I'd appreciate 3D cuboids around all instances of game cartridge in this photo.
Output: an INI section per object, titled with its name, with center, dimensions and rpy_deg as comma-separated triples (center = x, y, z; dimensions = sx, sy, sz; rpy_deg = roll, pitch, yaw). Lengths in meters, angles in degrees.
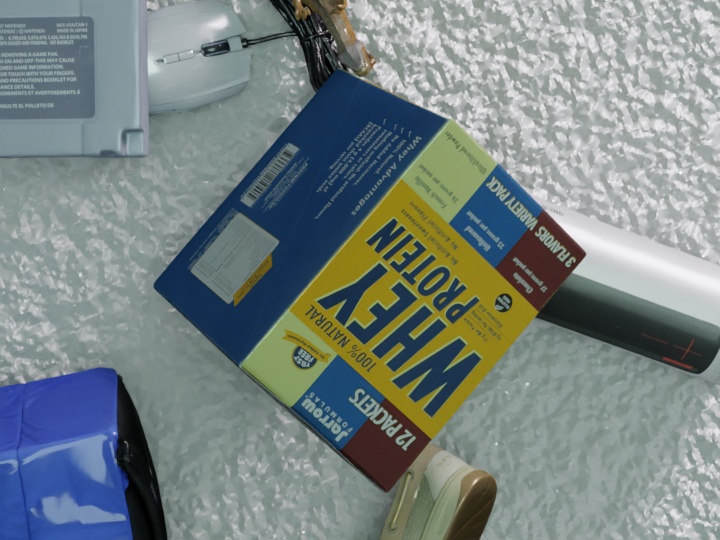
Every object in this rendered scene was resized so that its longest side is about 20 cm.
[game cartridge]
center = -0.237, -0.140, 1.445
dimensions = 0.198, 0.041, 0.135
rpy_deg = 0, 96, 7

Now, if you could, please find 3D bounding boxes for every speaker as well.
[speaker]
center = 0.188, 0.016, 1.512
dimensions = 0.198, 0.081, 0.082
rpy_deg = 20, 89, -9

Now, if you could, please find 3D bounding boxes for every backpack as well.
[backpack]
center = -0.204, 0.186, 1.427
dimensions = 0.166, 0.163, 0.202
rpy_deg = -10, 106, 1

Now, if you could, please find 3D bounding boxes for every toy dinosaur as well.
[toy dinosaur]
center = -0.031, -0.227, 1.470
dimensions = 0.060, 0.106, 0.202
rpy_deg = -9, 81, 34

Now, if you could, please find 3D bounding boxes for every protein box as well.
[protein box]
center = 0.000, 0.000, 1.409
dimensions = 0.135, 0.200, 0.199
rpy_deg = 42, 86, -25

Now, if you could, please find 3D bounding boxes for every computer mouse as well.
[computer mouse]
center = -0.111, -0.144, 1.480
dimensions = 0.198, 0.044, 0.111
rpy_deg = -16, 95, -7

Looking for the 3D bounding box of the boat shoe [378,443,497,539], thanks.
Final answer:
[boat shoe]
center = 0.025, 0.217, 1.508
dimensions = 0.065, 0.072, 0.201
rpy_deg = 28, 101, 27
